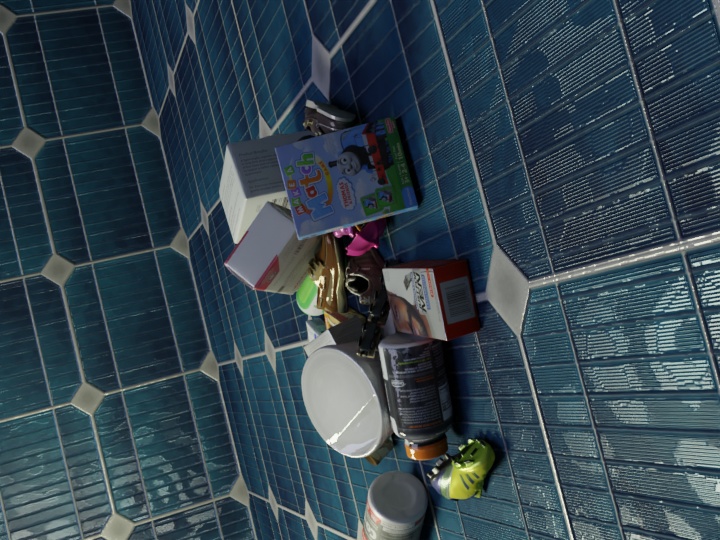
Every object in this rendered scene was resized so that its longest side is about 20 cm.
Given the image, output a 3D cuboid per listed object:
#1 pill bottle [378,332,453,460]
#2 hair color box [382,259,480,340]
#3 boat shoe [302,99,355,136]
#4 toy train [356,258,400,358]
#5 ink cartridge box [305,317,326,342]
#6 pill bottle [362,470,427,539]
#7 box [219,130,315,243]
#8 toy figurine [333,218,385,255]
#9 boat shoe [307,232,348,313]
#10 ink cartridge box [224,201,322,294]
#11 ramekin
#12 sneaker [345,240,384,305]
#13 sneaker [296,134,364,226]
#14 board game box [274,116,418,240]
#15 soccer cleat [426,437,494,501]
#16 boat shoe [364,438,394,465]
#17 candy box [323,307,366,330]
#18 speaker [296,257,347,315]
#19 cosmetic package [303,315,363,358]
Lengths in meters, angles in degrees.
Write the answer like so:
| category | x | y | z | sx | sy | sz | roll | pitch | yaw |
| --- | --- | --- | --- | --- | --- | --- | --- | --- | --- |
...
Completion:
| category | x | y | z | sx | sy | sz | roll | pitch | yaw |
| --- | --- | --- | --- | --- | --- | --- | --- | --- | --- |
| pill bottle | 0.095 | 0.205 | 1.487 | 0.106 | 0.105 | 0.202 | -166 | 65 | -68 |
| hair color box | 0.107 | 0.043 | 1.419 | 0.200 | 0.063 | 0.112 | 180 | 77 | -71 |
| boat shoe | -0.061 | -0.270 | 1.651 | 0.200 | 0.071 | 0.060 | -138 | 59 | -65 |
| toy train | 0.032 | 0.067 | 1.530 | 0.046 | 0.034 | 0.201 | 84 | -159 | -52 |
| ink cartridge box | -0.070 | 0.224 | 2.021 | 0.198 | 0.043 | 0.202 | -149 | 50 | -72 |
| pill bottle | 0.062 | 0.487 | 1.741 | 0.201 | 0.113 | 0.114 | 97 | 152 | -43 |
| box | -0.171 | -0.171 | 1.843 | 0.200 | 0.198 | 0.132 | 118 | 135 | -62 |
| toy figurine | -0.032 | -0.116 | 1.587 | 0.199 | 0.150 | 0.185 | 2 | 115 | 48 |
| boat shoe | -0.064 | 0.003 | 1.727 | 0.076 | 0.073 | 0.201 | -92 | -2 | -55 |
| ink cartridge box | -0.150 | -0.038 | 1.705 | 0.083 | 0.147 | 0.200 | 37 | -174 | 15 |
| ramekin | -0.004 | 0.219 | 1.595 | 0.202 | 0.094 | 0.204 | 17 | 115 | 41 |
| sneaker | 0.000 | 0.000 | 1.662 | 0.200 | 0.075 | 0.071 | -133 | 35 | -56 |
| sneaker | -0.065 | -0.155 | 1.694 | 0.201 | 0.075 | 0.088 | 58 | 167 | 0 |
| board game box | -0.022 | -0.147 | 1.450 | 0.037 | 0.198 | 0.152 | 82 | 173 | -85 |
| soccer cleat | 0.174 | 0.322 | 1.439 | 0.084 | 0.065 | 0.200 | 44 | 151 | 3 |
| boat shoe | -0.012 | 0.292 | 1.798 | 0.200 | 0.065 | 0.072 | 51 | 162 | -2 |
| candy box | -0.020 | 0.183 | 1.861 | 0.115 | 0.055 | 0.202 | -154 | 54 | -65 |
| speaker | -0.080 | 0.028 | 1.889 | 0.200 | 0.088 | 0.089 | 123 | 131 | -64 |
| cosmetic package | -0.014 | 0.204 | 1.730 | 0.107 | 0.085 | 0.201 | -36 | 79 | 49 |
